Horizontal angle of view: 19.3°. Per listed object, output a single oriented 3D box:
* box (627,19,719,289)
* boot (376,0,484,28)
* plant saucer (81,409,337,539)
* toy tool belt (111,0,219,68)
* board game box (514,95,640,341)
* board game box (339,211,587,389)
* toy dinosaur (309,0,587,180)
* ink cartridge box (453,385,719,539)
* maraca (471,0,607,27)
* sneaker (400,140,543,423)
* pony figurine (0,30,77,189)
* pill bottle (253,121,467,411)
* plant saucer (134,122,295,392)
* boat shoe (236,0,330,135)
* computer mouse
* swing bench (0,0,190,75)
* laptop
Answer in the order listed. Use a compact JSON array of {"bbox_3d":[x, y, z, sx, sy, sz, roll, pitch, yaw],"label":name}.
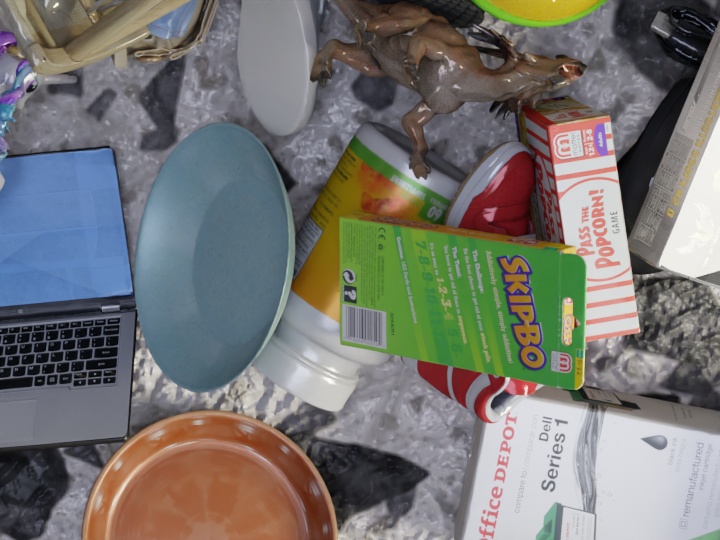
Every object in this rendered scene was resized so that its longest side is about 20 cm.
[{"bbox_3d":[0.302,-0.081,1.552,0.157,0.048,0.201,17,101,-30],"label":"box"},{"bbox_3d":[0.028,-0.273,1.559,0.199,0.070,0.133,29,66,-32],"label":"boot"},{"bbox_3d":[-0.117,0.210,1.638,0.198,0.032,0.202,3,76,-10],"label":"plant saucer"},{"bbox_3d":[-0.157,-0.251,1.554,0.124,0.123,0.202,8,99,2],"label":"toy tool belt"},{"bbox_3d":[0.154,-0.042,1.526,0.046,0.200,0.153,-9,98,-1],"label":"board game box"},{"bbox_3d":[0.072,0.020,1.470,0.199,0.030,0.096,11,108,35],"label":"board game box"},{"bbox_3d":[0.051,-0.158,1.536,0.200,0.135,0.086,40,138,15],"label":"toy dinosaur"},{"bbox_3d":[0.179,0.168,1.618,0.198,0.084,0.147,10,99,2],"label":"ink cartridge box"},{"bbox_3d":[0.149,-0.249,1.541,0.198,0.107,0.138,-11,96,-23],"label":"maraca"},{"bbox_3d":[0.106,0.015,1.526,0.112,0.071,0.201,40,124,35],"label":"sneaker"},{"bbox_3d":[-0.326,-0.129,1.575,0.193,0.166,0.201,36,79,-28],"label":"pony figurine"},{"bbox_3d":[0.000,0.000,1.589,0.111,0.111,0.201,30,100,-1],"label":"pill bottle"},{"bbox_3d":[-0.100,-0.009,1.585,0.038,0.200,0.203,6,103,-39],"label":"plant saucer"},{"bbox_3d":[-0.054,-0.203,1.584,0.072,0.068,0.202,-9,91,39],"label":"boat shoe"},{"bbox_3d":[0.241,-0.086,1.589,0.138,0.053,0.201,29,100,-2],"label":"computer mouse"},{"bbox_3d":[-0.178,-0.267,1.444,0.199,0.130,0.200,-30,88,11],"label":"swing bench"},{"bbox_3d":[-0.272,0.026,1.611,0.185,0.201,0.116,-5,139,5],"label":"laptop"}]
